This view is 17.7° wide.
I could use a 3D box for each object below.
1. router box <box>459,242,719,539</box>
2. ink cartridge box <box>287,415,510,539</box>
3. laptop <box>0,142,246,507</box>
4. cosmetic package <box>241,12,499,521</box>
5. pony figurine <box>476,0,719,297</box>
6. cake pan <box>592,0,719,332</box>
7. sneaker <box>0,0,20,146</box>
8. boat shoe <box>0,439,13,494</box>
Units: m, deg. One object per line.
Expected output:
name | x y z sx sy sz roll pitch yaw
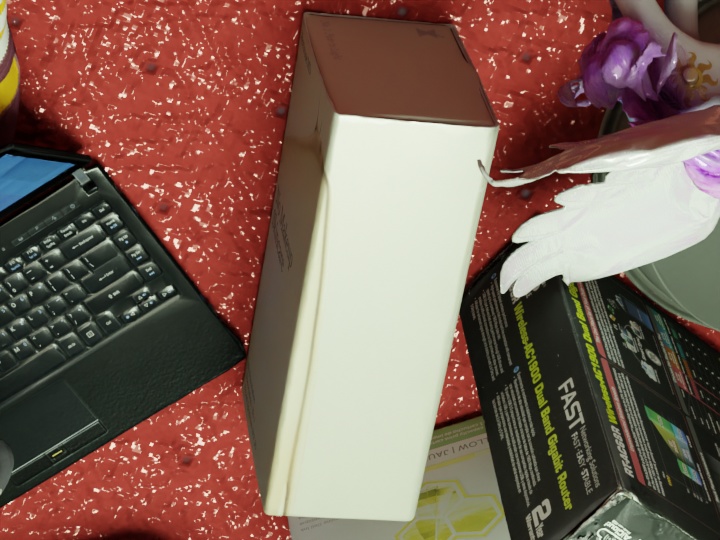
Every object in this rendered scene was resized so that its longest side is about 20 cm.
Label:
router box | 0.127 0.087 1.030 0.150 0.200 0.062 35 114 -26
ink cartridge box | 0.047 0.150 1.053 0.145 0.200 0.048 -17 123 2
laptop | -0.169 0.039 1.004 0.177 0.103 0.200 -31 121 9
cosmetic package | 0.000 0.000 1.014 0.073 0.104 0.201 3 119 -12
pony figurine | 0.142 -0.071 0.948 0.192 0.201 0.167 -8 167 5
cake pan | 0.207 -0.047 1.063 0.199 0.037 0.201 -5 121 -8
sneaker | -0.174 -0.108 0.922 0.075 0.090 0.201 -7 121 -7
boat shoe | -0.215 0.151 1.041 0.063 0.073 0.200 -1 128 -51
